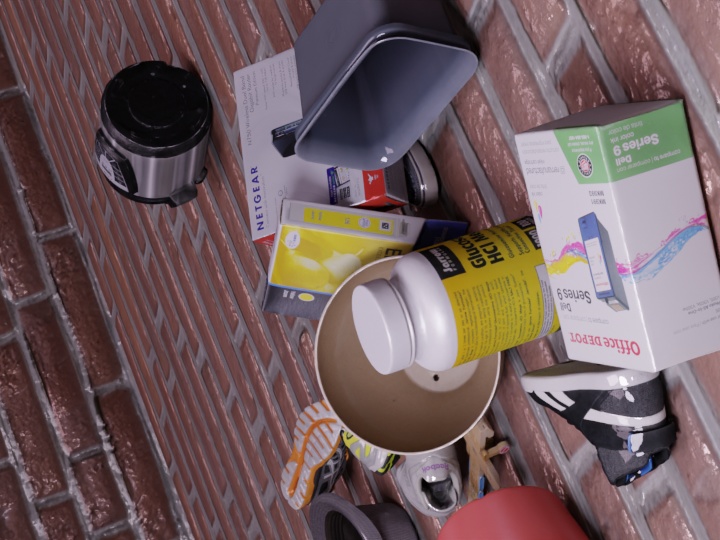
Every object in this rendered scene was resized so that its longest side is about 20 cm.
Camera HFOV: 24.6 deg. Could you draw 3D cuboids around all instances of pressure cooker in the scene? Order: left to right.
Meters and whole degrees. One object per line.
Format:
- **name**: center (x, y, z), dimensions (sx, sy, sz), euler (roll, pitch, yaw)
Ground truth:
- **pressure cooker**: center (-0.317, -0.200, 2.541), dimensions (0.201, 0.176, 0.178), euler (109, 170, -60)

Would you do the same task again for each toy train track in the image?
- **toy train track**: center (0.139, 0.216, 1.835), dimensions (0.201, 0.032, 0.115), euler (87, 158, -54)

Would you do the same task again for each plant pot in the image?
- **plant pot**: center (0.066, 0.084, 1.735), dimensions (0.203, 0.198, 0.134), euler (71, -162, 5)
- **plant pot**: center (0.165, 0.326, 1.637), dimensions (0.202, 0.198, 0.178), euler (93, 163, -44)

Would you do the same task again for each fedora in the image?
- **fedora**: center (0.019, 0.368, 2.202), dimensions (0.199, 0.090, 0.179), euler (7, 114, 62)

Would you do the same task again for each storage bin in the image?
- **storage bin**: center (0.019, -0.215, 1.649), dimensions (0.200, 0.144, 0.136), euler (-47, 46, 45)

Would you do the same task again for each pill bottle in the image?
- **pill bottle**: center (0.098, 0.026, 1.530), dimensions (0.113, 0.198, 0.113), euler (52, 152, 43)

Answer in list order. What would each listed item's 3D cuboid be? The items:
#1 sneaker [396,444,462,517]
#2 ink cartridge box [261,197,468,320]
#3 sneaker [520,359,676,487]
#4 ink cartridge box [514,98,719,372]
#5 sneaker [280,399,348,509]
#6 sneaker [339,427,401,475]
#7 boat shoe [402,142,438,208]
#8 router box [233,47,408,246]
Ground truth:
- **sneaker**: center (0.080, 0.248, 1.895), dimensions (0.201, 0.074, 0.101), euler (78, -178, -56)
- **ink cartridge box**: center (0.000, 0.000, 1.788), dimensions (0.198, 0.197, 0.047), euler (106, 173, -59)
- **sneaker**: center (0.212, 0.140, 1.499), dimensions (0.200, 0.072, 0.113), euler (171, 84, -69)
- **ink cartridge box**: center (0.213, -0.028, 1.339), dimensions (0.145, 0.087, 0.202), euler (8, 115, 68)
- **sneaker**: center (-0.050, 0.251, 2.333), dimensions (0.079, 0.077, 0.201), euler (54, 136, 32)
- **sneaker**: center (0.033, 0.135, 1.888), dimensions (0.076, 0.075, 0.202), euler (28, 108, 17)
- **boat shoe**: center (0.006, -0.117, 1.827), dimensions (0.200, 0.092, 0.075), euler (-134, 33, -54)
- **router box**: center (-0.045, -0.145, 1.792), dimensions (0.178, 0.049, 0.203), euler (-18, 71, 30)
